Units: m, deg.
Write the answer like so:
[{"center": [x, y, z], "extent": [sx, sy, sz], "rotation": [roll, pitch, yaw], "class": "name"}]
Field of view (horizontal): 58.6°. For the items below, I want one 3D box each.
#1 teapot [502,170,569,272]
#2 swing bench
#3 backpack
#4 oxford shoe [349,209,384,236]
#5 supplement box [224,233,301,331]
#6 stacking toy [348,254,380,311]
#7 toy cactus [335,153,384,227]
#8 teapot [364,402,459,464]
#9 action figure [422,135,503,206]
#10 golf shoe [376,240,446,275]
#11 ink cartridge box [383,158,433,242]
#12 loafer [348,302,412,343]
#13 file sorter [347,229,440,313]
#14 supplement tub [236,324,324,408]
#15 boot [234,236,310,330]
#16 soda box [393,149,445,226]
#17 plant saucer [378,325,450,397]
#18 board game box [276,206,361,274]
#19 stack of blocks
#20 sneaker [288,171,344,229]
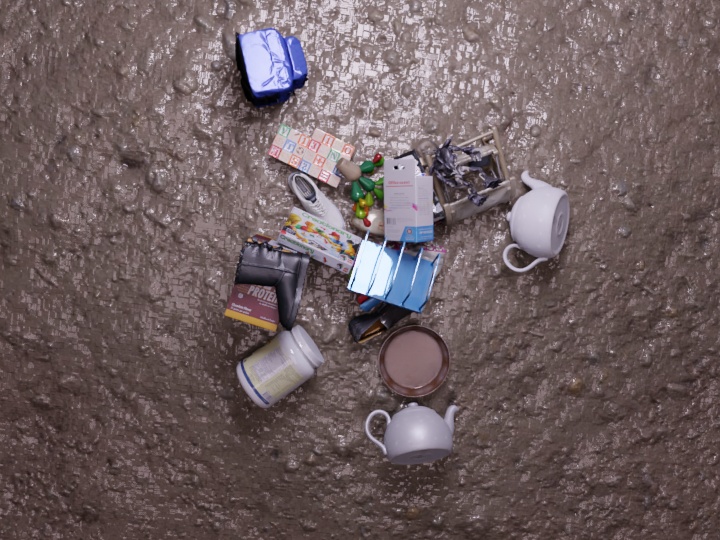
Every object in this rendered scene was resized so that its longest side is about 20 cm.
[{"center": [0.454, -0.126, 1.685], "extent": [0.145, 0.200, 0.198], "rotation": [10, 133, 31], "class": "teapot"}, {"center": [0.282, -0.239, 1.670], "extent": [0.198, 0.130, 0.201], "rotation": [-23, 96, -2], "class": "swing bench"}, {"center": [-0.219, -0.487, 1.582], "extent": [0.166, 0.200, 0.164], "rotation": [-9, 93, -11], "class": "backpack"}, {"center": [0.071, -0.122, 1.699], "extent": [0.198, 0.074, 0.071], "rotation": [8, 96, -4], "class": "oxford shoe"}, {"center": [-0.241, 0.025, 1.637], "extent": [0.132, 0.200, 0.199], "rotation": [18, 95, -5], "class": "supplement box"}, {"center": [0.000, 0.000, 1.708], "extent": [0.109, 0.116, 0.201], "rotation": [-35, 83, 3], "class": "stacking toy"}, {"center": [0.009, -0.228, 1.645], "extent": [0.165, 0.102, 0.201], "rotation": [34, 72, -30], "class": "toy cactus"}, {"center": [0.145, 0.430, 1.725], "extent": [0.197, 0.200, 0.147], "rotation": [-27, 57, 29], "class": "teapot"}, {"center": [0.244, -0.244, 1.554], "extent": [0.200, 0.102, 0.119], "rotation": [47, 120, 26], "class": "action figure"}, {"center": [0.127, -0.030, 1.716], "extent": [0.198, 0.075, 0.092], "rotation": [7, 111, 3], "class": "golf shoe"}, {"center": [0.119, -0.174, 1.594], "extent": [0.068, 0.115, 0.202], "rotation": [-9, 101, -41], "class": "ink cartridge box"}, {"center": [0.066, 0.137, 1.721], "extent": [0.199, 0.072, 0.073], "rotation": [-29, 125, 5], "class": "loafer"}, {"center": [0.085, 0.001, 1.592], "extent": [0.199, 0.123, 0.140], "rotation": [18, 73, -1], "class": "file sorter"}, {"center": [-0.210, 0.251, 1.692], "extent": [0.199, 0.145, 0.145], "rotation": [-36, 97, 1], "class": "supplement tub"}, {"center": [-0.214, 0.029, 1.501], "extent": [0.161, 0.073, 0.200], "rotation": [12, 88, -8], "class": "boot"}, {"center": [0.153, -0.208, 1.673], "extent": [0.063, 0.071, 0.201], "rotation": [-24, 82, -1], "class": "soda box"}, {"center": [0.147, 0.247, 1.766], "extent": [0.199, 0.034, 0.202], "rotation": [0, 96, -3], "class": "plant saucer"}, {"center": [-0.102, -0.078, 1.639], "extent": [0.199, 0.127, 0.035], "rotation": [25, 128, -5], "class": "board game box"}, {"center": [-0.127, -0.311, 1.675], "extent": [0.199, 0.059, 0.116], "rotation": [25, 95, -5], "class": "stack of blocks"}, {"center": [-0.119, -0.174, 1.685], "extent": [0.073, 0.071, 0.200], "rotation": [-44, 98, 2], "class": "sneaker"}]
